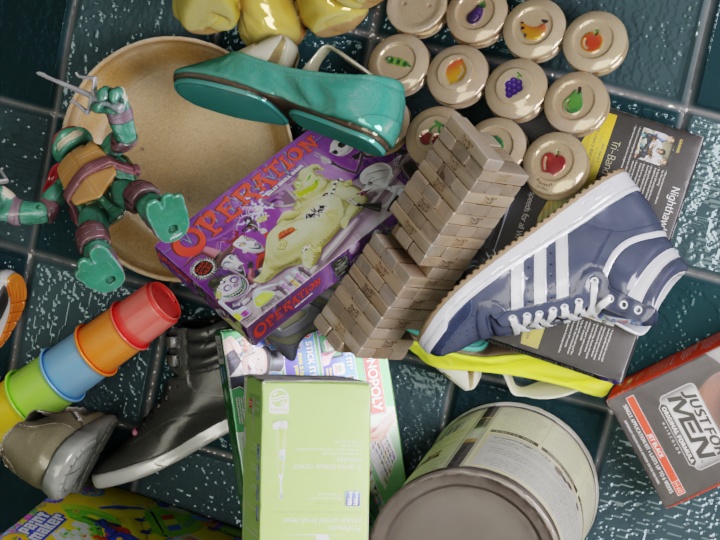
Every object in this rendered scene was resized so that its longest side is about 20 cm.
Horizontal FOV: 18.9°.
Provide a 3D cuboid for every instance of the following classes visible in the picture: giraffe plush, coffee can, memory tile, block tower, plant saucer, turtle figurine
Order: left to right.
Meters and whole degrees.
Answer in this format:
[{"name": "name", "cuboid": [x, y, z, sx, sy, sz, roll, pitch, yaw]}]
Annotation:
[{"name": "turtle figurine", "cuboid": [-0.214, -0.074, 1.691, 0.150, 0.101, 0.200, -51, 47, 12]}, {"name": "plant saucer", "cuboid": [-0.144, -0.091, 1.758, 0.200, 0.035, 0.200, 3, 101, 14]}, {"name": "giraffe plush", "cuboid": [-0.077, -0.281, 1.654, 0.173, 0.200, 0.162, -17, 63, 29]}, {"name": "block tower", "cuboid": [0.047, -0.018, 1.613, 0.054, 0.058, 0.200, 51, 120, 33]}, {"name": "memory tile", "cuboid": [0.096, -0.143, 1.647, 0.200, 0.017, 0.153, 15, 79, 25]}, {"name": "coffee can", "cuboid": [0.099, 0.196, 1.669, 0.146, 0.200, 0.146, 3, 102, 14]}]

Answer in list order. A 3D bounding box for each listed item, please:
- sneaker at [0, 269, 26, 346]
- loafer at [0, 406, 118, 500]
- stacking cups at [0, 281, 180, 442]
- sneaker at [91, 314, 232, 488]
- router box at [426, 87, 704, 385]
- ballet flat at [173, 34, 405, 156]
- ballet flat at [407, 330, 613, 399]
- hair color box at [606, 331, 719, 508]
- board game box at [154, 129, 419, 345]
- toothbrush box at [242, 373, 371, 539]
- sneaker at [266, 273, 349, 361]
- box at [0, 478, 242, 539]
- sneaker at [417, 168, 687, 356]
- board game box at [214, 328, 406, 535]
[{"name": "sneaker", "cuboid": [-0.360, 0.072, 1.834, 0.092, 0.076, 0.200, 30, 100, 15]}, {"name": "loafer", "cuboid": [-0.246, 0.137, 1.747, 0.070, 0.200, 0.075, 28, 87, 1]}, {"name": "stacking cups", "cuboid": [-0.232, 0.080, 1.791, 0.200, 0.061, 0.061, -33, 92, 24]}, {"name": "sneaker", "cuboid": [-0.150, 0.100, 1.783, 0.200, 0.071, 0.099, -30, 94, 11]}, {"name": "router box", "cuboid": [0.157, -0.030, 1.657, 0.157, 0.052, 0.200, 19, 87, 10]}, {"name": "ballet flat", "cuboid": [-0.049, -0.143, 1.668, 0.200, 0.067, 0.070, 17, 74, 27]}, {"name": "ballet flat", "cuboid": [0.108, 0.067, 1.717, 0.200, 0.067, 0.067, 7, 124, 11]}, {"name": "hair color box", "cuboid": [0.303, 0.093, 1.671, 0.200, 0.061, 0.102, -29, 92, 17]}, {"name": "board game box", "cuboid": [-0.045, -0.040, 1.664, 0.200, 0.032, 0.120, -39, 50, -17]}, {"name": "toothbrush box", "cuboid": [-0.043, 0.180, 1.639, 0.086, 0.146, 0.200, 2, 88, -8]}, {"name": "sneaker", "cuboid": [0.000, 0.000, 1.705, 0.200, 0.074, 0.081, -25, 109, -6]}, {"name": "box", "cuboid": [-0.192, 0.274, 1.758, 0.193, 0.200, 0.122, 18, 106, 11]}, {"name": "sneaker", "cuboid": [0.146, 0.025, 1.591, 0.200, 0.070, 0.109, -37, 79, 0]}, {"name": "board game box", "cuboid": [-0.036, 0.137, 1.735, 0.135, 0.029, 0.200, -8, 91, -16]}]
